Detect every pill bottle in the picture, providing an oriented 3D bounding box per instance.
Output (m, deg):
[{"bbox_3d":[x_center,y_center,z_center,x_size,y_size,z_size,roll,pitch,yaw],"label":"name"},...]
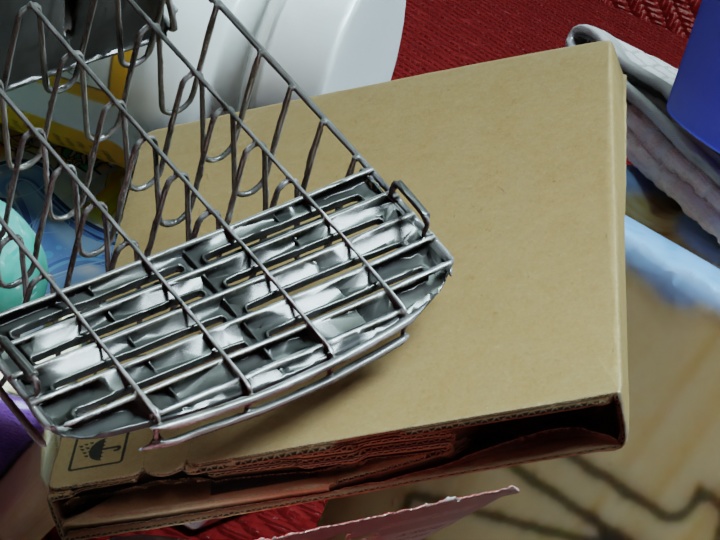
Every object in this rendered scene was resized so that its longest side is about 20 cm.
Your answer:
[{"bbox_3d":[-0.091,-0.098,0.942,0.200,0.113,0.113,18,13,14],"label":"pill bottle"}]

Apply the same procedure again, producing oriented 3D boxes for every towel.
[{"bbox_3d":[0.182,-0.023,0.946,0.191,0.032,0.200,17,17,-23],"label":"towel"}]

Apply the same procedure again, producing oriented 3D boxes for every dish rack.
[{"bbox_3d":[-0.077,-0.024,0.760,0.153,0.055,0.200,-23,54,-29],"label":"dish rack"}]

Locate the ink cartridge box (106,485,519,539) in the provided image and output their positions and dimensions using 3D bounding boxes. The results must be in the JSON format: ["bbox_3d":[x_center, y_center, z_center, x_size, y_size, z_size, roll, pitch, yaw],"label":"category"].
[{"bbox_3d":[-0.081,0.085,0.671,0.161,0.200,0.050,-4,65,-60],"label":"ink cartridge box"}]

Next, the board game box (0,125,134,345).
[{"bbox_3d":[-0.138,0.017,0.924,0.135,0.035,0.200,28,47,21],"label":"board game box"}]

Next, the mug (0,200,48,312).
[{"bbox_3d":[-0.202,-0.034,0.853,0.152,0.114,0.185,-13,64,-27],"label":"mug"}]

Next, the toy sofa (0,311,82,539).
[{"bbox_3d":[-0.184,0.045,0.770,0.200,0.083,0.098,17,55,-21],"label":"toy sofa"}]

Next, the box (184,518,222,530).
[{"bbox_3d":[-0.108,0.007,1.058,0.200,0.103,0.095,28,16,18],"label":"box"}]

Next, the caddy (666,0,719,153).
[{"bbox_3d":[0.198,-0.065,0.853,0.200,0.105,0.141,30,17,22],"label":"caddy"}]

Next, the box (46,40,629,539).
[{"bbox_3d":[0.000,0.000,0.796,0.163,0.021,0.200,-11,31,11],"label":"box"}]

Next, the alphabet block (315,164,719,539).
[{"bbox_3d":[0.122,0.092,0.906,0.196,0.200,0.195,34,18,36],"label":"alphabet block"}]
